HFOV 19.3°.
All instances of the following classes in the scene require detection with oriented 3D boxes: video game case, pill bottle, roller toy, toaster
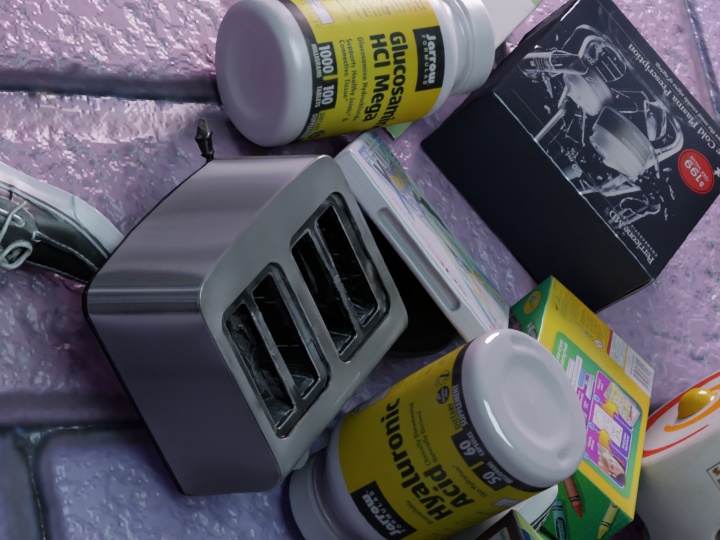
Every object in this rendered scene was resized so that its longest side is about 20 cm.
[{"bbox_3d":[0.048,-0.022,1.562,0.182,0.022,0.200,52,8,-4],"label":"video game case"},{"bbox_3d":[0.000,-0.163,1.603,0.200,0.112,0.113,-14,77,-33],"label":"pill bottle"},{"bbox_3d":[0.291,0.150,1.622,0.182,0.200,0.140,-38,97,-36],"label":"roller toy"},{"bbox_3d":[0.047,0.128,1.443,0.111,0.200,0.112,28,45,-33],"label":"pill bottle"},{"bbox_3d":[-0.077,0.025,1.424,0.181,0.118,0.200,-49,125,-41],"label":"toaster"}]

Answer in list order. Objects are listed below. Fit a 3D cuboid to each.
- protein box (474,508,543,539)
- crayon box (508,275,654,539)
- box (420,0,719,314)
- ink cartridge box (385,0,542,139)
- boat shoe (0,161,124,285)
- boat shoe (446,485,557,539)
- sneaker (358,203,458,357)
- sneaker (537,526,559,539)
[{"bbox_3d":[0.092,0.305,1.373,0.199,0.200,0.135,49,6,-9],"label":"protein box"},{"bbox_3d":[0.154,0.106,1.592,0.119,0.058,0.200,42,31,-13],"label":"crayon box"},{"bbox_3d":[0.184,-0.096,1.722,0.200,0.104,0.182,48,51,-7],"label":"box"},{"bbox_3d":[0.046,-0.219,1.719,0.146,0.048,0.200,49,47,-7],"label":"ink cartridge box"},{"bbox_3d":[-0.243,-0.032,1.399,0.199,0.074,0.068,35,55,-24],"label":"boat shoe"},{"bbox_3d":[0.067,0.220,1.475,0.200,0.071,0.064,-41,106,-6],"label":"boat shoe"},{"bbox_3d":[0.000,0.000,1.557,0.200,0.082,0.073,28,53,-24],"label":"sneaker"},{"bbox_3d":[0.093,0.186,1.556,0.200,0.074,0.084,48,23,-3],"label":"sneaker"}]
